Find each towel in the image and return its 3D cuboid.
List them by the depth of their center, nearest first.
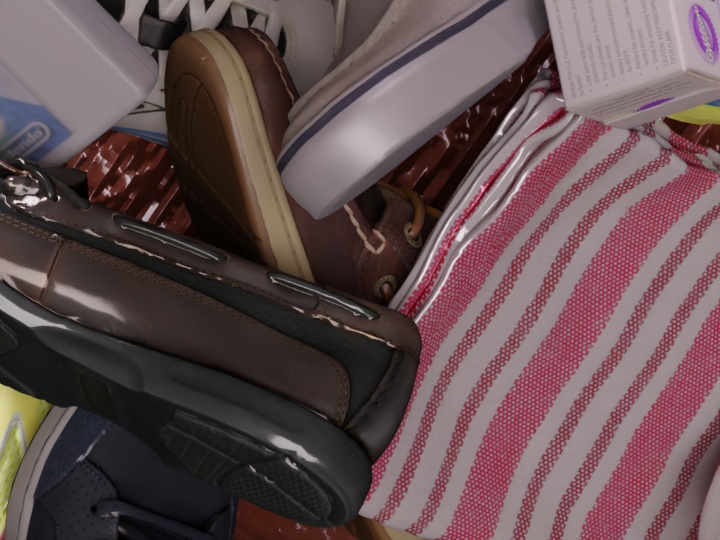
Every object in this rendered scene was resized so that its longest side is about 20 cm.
[{"bbox_3d":[0.089,0.036,0.926,0.200,0.030,0.147,24,101,-37],"label":"towel"}]

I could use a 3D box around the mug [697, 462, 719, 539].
[{"bbox_3d":[0.197,0.125,0.946,0.200,0.177,0.134,49,56,-31],"label":"mug"}]

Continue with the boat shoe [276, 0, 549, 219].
[{"bbox_3d":[0.018,-0.083,0.859,0.070,0.200,0.071,48,129,-4],"label":"boat shoe"}]

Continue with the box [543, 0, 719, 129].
[{"bbox_3d":[0.064,-0.142,0.851,0.041,0.039,0.201,-19,75,29],"label":"box"}]

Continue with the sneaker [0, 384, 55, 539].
[{"bbox_3d":[-0.118,0.102,0.941,0.090,0.078,0.201,13,105,-18],"label":"sneaker"}]

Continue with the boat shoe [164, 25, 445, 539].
[{"bbox_3d":[0.000,0.000,0.915,0.072,0.072,0.200,-31,124,-12],"label":"boat shoe"}]

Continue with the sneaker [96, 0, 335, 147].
[{"bbox_3d":[-0.071,-0.074,0.906,0.199,0.072,0.072,15,100,-10],"label":"sneaker"}]

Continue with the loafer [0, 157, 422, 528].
[{"bbox_3d":[-0.077,0.004,0.854,0.199,0.072,0.063,27,66,8],"label":"loafer"}]

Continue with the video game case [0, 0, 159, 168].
[{"bbox_3d":[-0.189,-0.065,0.874,0.200,0.022,0.182,-35,110,30],"label":"video game case"}]

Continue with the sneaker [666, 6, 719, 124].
[{"bbox_3d":[0.176,-0.069,0.896,0.199,0.105,0.076,-8,105,-19],"label":"sneaker"}]

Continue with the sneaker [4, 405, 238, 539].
[{"bbox_3d":[-0.055,0.120,0.857,0.077,0.146,0.203,20,86,-31],"label":"sneaker"}]
